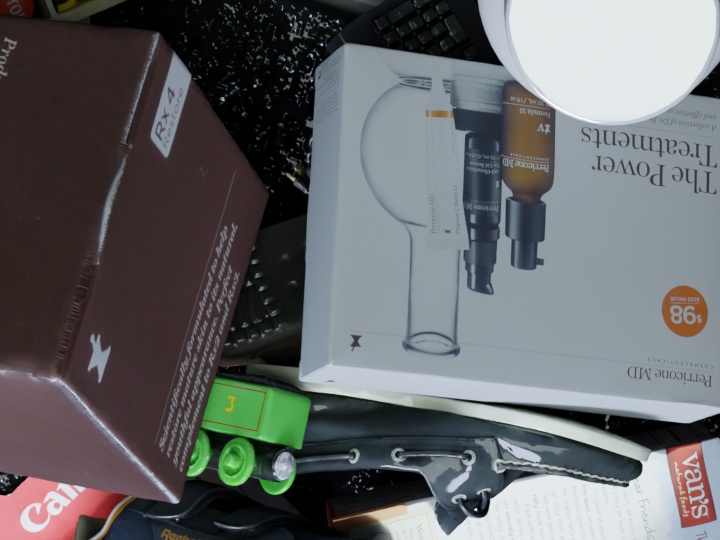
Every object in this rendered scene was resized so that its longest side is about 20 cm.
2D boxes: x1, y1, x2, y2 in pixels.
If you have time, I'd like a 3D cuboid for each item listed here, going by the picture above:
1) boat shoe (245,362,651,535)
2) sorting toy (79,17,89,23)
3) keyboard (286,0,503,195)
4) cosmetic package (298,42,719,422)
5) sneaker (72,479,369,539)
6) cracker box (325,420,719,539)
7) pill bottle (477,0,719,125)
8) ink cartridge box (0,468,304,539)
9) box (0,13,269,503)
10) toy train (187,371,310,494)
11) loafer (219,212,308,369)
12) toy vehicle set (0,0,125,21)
[{"bbox_3d":[0.036,0.091,1.270,0.198,0.075,0.067,10,86,5],"label":"boat shoe"},{"bbox_3d":[-0.246,-0.176,1.283,0.198,0.037,0.186,-10,107,7],"label":"sorting toy"},{"bbox_3d":[0.046,-0.032,1.268,0.127,0.021,0.201,-32,89,-16],"label":"keyboard"},{"bbox_3d":[0.075,-0.015,1.238,0.198,0.052,0.152,6,79,-18],"label":"cosmetic package"},{"bbox_3d":[-0.068,0.138,1.291,0.199,0.078,0.080,-13,71,31],"label":"sneaker"},{"bbox_3d":[0.092,0.163,1.331,0.198,0.058,0.135,-11,96,-1],"label":"cracker box"},{"bbox_3d":[0.111,-0.134,1.182,0.119,0.200,0.121,1,108,4],"label":"pill bottle"},{"bbox_3d":[-0.118,0.155,1.377,0.161,0.050,0.200,-42,102,15],"label":"ink cartridge box"},{"bbox_3d":[-0.174,-0.010,1.210,0.199,0.164,0.167,9,69,19],"label":"box"},{"bbox_3d":[-0.102,0.067,1.291,0.199,0.042,0.057,8,84,43],"label":"toy train"},{"bbox_3d":[0.000,0.000,1.314,0.198,0.071,0.074,-11,75,-2],"label":"loafer"},{"bbox_3d":[-0.170,-0.210,1.242,0.124,0.026,0.201,-26,107,-17],"label":"toy vehicle set"}]
